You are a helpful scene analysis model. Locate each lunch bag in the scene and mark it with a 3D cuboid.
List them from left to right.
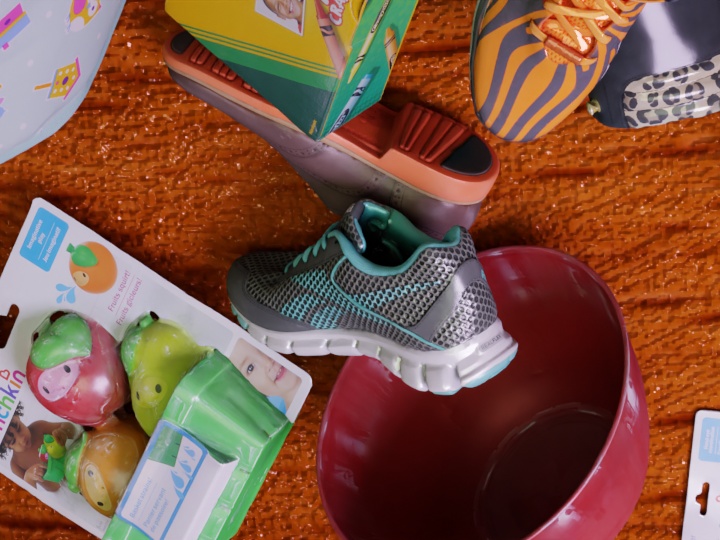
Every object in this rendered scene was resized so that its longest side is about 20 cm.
[{"bbox_3d":[-0.180,-0.169,0.938,0.121,0.201,0.171,16,149,6],"label":"lunch bag"}]

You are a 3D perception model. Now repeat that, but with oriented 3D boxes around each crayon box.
[{"bbox_3d":[-0.022,-0.178,0.951,0.119,0.058,0.201,41,140,16],"label":"crayon box"}]

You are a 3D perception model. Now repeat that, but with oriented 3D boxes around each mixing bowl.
[{"bbox_3d":[0.084,0.099,1.051,0.199,0.201,0.108,-27,134,20],"label":"mixing bowl"}]

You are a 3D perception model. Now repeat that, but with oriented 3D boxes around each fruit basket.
[{"bbox_3d":[-0.147,0.083,1.126,0.199,0.094,0.186,30,117,3],"label":"fruit basket"}]

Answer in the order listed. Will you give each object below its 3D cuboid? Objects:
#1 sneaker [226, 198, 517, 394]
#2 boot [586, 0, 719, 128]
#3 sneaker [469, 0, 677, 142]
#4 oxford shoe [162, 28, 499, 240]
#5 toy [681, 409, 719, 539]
[{"bbox_3d":[0.000,0.000,1.039,0.199,0.077,0.092,10,123,40],"label":"sneaker"},{"bbox_3d":[0.101,-0.147,0.991,0.202,0.074,0.155,-7,114,15],"label":"boot"},{"bbox_3d":[0.108,-0.135,0.894,0.077,0.112,0.201,23,116,-7],"label":"sneaker"},{"bbox_3d":[-0.025,-0.070,1.051,0.199,0.071,0.073,27,129,5],"label":"oxford shoe"},{"bbox_3d":[0.288,0.152,1.093,0.198,0.047,0.116,6,112,8],"label":"toy"}]
